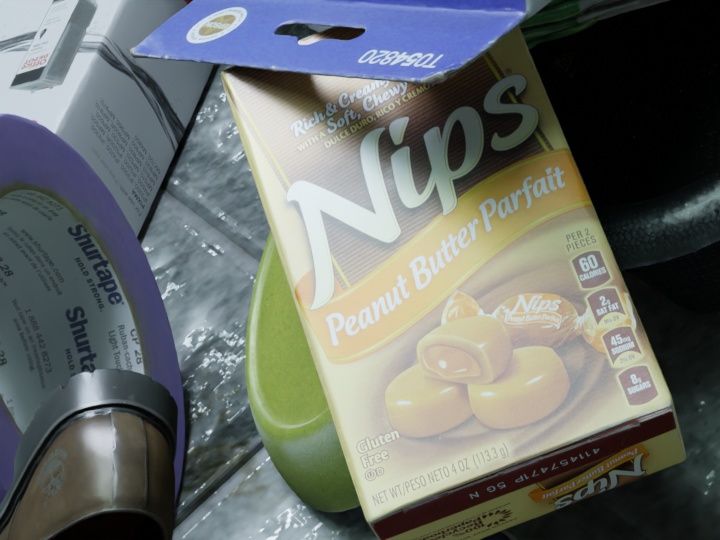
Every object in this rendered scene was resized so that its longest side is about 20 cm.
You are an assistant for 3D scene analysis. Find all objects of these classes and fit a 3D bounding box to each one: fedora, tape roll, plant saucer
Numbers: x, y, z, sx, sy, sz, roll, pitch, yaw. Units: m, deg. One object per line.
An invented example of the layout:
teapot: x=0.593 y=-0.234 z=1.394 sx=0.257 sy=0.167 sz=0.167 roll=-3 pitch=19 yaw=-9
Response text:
fedora: x=0.141 y=-0.053 z=0.982 sx=0.199 sy=0.092 sz=0.201 roll=-21 pitch=38 yaw=18
tape roll: x=-0.161 y=0.039 z=1.026 sx=0.084 sy=0.200 sz=0.201 roll=-18 pitch=39 yaw=21
plant saucer: x=0.000 y=0.000 z=0.999 sx=0.200 sy=0.031 sz=0.201 roll=-46 pitch=33 yaw=43

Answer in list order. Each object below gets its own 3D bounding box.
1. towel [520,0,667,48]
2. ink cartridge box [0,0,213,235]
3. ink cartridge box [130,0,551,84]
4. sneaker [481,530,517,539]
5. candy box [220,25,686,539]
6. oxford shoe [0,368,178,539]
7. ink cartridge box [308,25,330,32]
towel: x=0.126 y=-0.148 z=0.996 sx=0.199 sy=0.024 sz=0.153 roll=-17 pitch=25 yaw=21
ink cartridge box: x=-0.169 y=-0.095 z=1.282 sx=0.146 sy=0.083 sz=0.201 roll=-9 pitch=43 yaw=30
ink cartridge box: x=0.029 y=-0.143 z=0.925 sx=0.200 sy=0.041 sz=0.199 roll=-39 pitch=30 yaw=-30
sneaker: x=-0.026 y=0.152 z=0.890 sx=0.200 sy=0.085 sz=0.075 roll=-37 pitch=36 yaw=-4
candy box: x=0.032 y=-0.004 z=0.883 sx=0.115 sy=0.055 sz=0.201 roll=-21 pitch=62 yaw=2
oxford shoe: x=-0.122 y=0.138 z=0.921 sx=0.072 sy=0.201 sz=0.085 roll=9 pitch=38 yaw=-17
ink cartridge box: x=0.056 y=-0.169 z=1.187 sx=0.146 sy=0.085 sz=0.200 roll=-42 pitch=37 yaw=-11
